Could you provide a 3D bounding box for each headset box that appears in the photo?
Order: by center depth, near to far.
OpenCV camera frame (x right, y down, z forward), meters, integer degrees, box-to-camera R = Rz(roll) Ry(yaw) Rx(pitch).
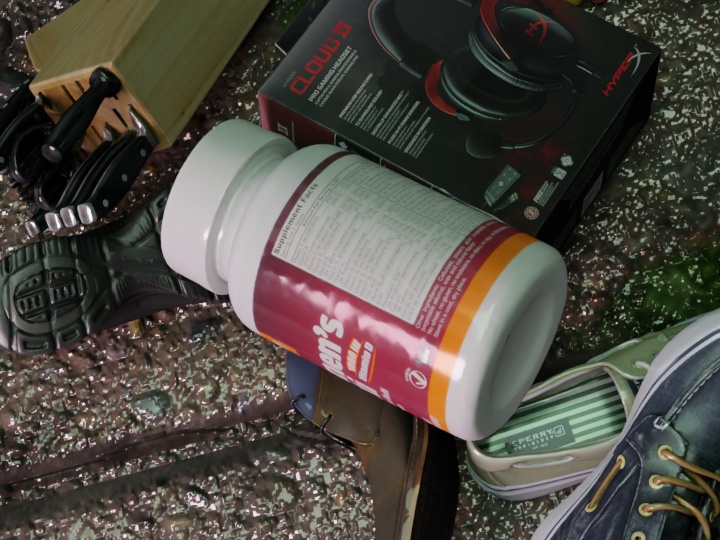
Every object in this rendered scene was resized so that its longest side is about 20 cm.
[{"bbox_3d":[0.047,-0.098,1.129,0.199,0.075,0.149,30,65,17],"label":"headset box"}]

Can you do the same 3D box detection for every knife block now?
[{"bbox_3d":[-0.126,-0.108,1.136,0.199,0.064,0.176,-35,30,-1],"label":"knife block"}]

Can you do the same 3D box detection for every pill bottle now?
[{"bbox_3d":[0.000,0.000,1.052,0.199,0.110,0.110,26,81,22],"label":"pill bottle"}]

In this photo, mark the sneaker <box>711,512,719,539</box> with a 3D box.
[{"bbox_3d":[0.201,0.193,1.053,0.095,0.079,0.201,28,82,-6],"label":"sneaker"}]

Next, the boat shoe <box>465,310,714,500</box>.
[{"bbox_3d":[0.151,0.074,1.088,0.199,0.062,0.072,-24,72,3],"label":"boat shoe"}]

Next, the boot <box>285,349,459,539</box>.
[{"bbox_3d":[0.004,0.094,1.112,0.096,0.075,0.202,-1,65,19],"label":"boot"}]

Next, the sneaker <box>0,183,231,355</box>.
[{"bbox_3d":[-0.128,-0.005,1.154,0.198,0.091,0.077,-14,91,-17],"label":"sneaker"}]

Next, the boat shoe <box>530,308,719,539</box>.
[{"bbox_3d":[0.162,0.116,1.028,0.070,0.091,0.201,29,108,-17],"label":"boat shoe"}]

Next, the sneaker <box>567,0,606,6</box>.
[{"bbox_3d":[0.067,-0.226,1.174,0.199,0.082,0.078,21,80,15],"label":"sneaker"}]
